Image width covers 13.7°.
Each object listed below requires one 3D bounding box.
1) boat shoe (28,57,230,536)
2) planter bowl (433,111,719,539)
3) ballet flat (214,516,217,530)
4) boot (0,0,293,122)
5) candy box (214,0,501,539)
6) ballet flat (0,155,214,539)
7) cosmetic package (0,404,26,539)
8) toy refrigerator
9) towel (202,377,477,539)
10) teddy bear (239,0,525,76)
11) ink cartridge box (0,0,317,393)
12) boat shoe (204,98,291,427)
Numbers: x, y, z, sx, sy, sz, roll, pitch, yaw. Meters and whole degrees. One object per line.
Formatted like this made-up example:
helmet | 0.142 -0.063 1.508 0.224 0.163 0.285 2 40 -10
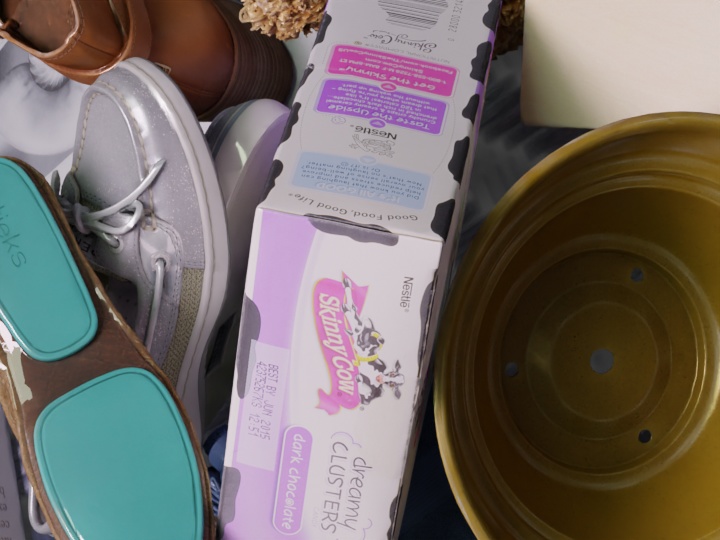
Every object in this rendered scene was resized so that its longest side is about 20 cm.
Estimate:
boat shoe | -0.101 0.014 1.215 0.074 0.065 0.203 33 126 43
planter bowl | 0.108 0.039 1.162 0.083 0.199 0.201 -171 91 -70
ballet flat | -0.129 0.170 1.330 0.200 0.067 0.068 -57 24 -1
boot | -0.131 -0.137 1.284 0.200 0.154 0.074 38 105 31
candy box | 0.000 0.000 1.168 0.071 0.200 0.168 11 123 3
ballet flat | -0.112 0.050 1.161 0.068 0.072 0.200 -26 73 -15
cosmetic package | -0.268 0.140 1.392 0.167 0.166 0.201 -20 72 32
toy refrigerator | 0.165 -0.089 1.175 0.199 0.070 0.076 5 94 36
towel | 0.034 0.108 1.228 0.200 0.111 0.049 33 142 33
teddy bear | -0.005 -0.162 1.280 0.200 0.145 0.067 51 157 33
ink cartridge box | -0.098 -0.062 1.373 0.199 0.041 0.201 19 96 35
boat shoe | -0.081 -0.002 1.284 0.071 0.070 0.201 34 133 15
